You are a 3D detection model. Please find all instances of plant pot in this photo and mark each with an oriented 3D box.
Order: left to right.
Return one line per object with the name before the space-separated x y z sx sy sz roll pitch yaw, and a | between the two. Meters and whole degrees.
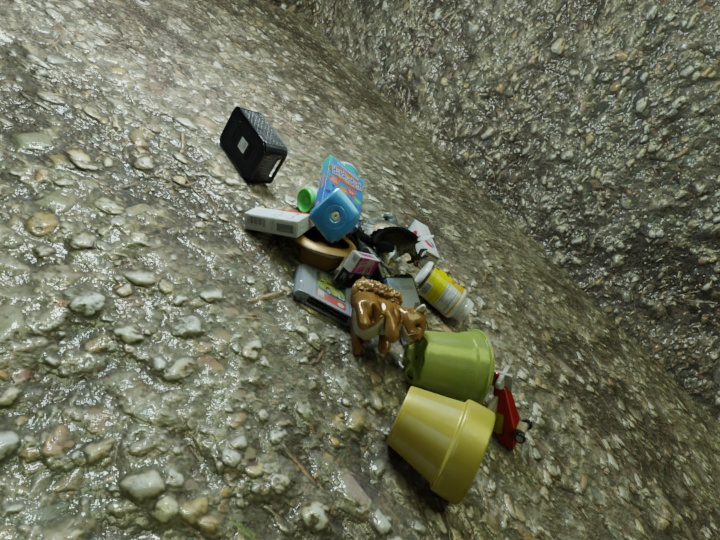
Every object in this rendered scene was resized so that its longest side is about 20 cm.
plant pot | 0.160 0.349 1.165 0.184 0.206 0.201 25 25 10
plant pot | 0.211 0.235 1.413 0.178 0.204 0.203 14 34 -21

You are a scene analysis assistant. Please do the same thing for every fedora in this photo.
fedora | -0.104 -0.051 1.503 0.194 0.084 0.202 18 21 -7

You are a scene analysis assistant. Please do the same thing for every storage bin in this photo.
storage bin | -0.324 -0.375 1.663 0.092 0.136 0.202 -1 47 -52

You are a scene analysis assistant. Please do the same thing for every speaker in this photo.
speaker | -0.108 -0.221 1.754 0.196 0.089 0.089 -7 51 -48

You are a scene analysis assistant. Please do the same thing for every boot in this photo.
boot | 0.086 0.019 1.673 0.151 0.073 0.207 -7 60 -52

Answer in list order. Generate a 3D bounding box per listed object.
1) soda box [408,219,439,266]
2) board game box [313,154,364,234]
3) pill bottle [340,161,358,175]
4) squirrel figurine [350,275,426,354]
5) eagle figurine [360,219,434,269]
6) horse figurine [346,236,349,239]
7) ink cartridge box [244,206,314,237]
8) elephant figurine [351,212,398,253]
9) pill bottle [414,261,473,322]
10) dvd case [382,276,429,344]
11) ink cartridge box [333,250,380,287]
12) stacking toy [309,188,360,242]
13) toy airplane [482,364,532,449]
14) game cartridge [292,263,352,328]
soda box | 0.229 -0.097 2.047 0.067 0.064 0.203 24 31 -26
board game box | -0.062 -0.235 1.706 0.150 0.044 0.205 33 46 -30
pill bottle | -0.057 -0.305 1.934 0.109 0.112 0.203 27 30 -21
squirrel figurine | 0.069 0.101 1.361 0.179 0.144 0.204 0 47 -10
eagle figurine | 0.110 -0.087 1.640 0.200 0.150 0.153 44 45 -16
horse figurine | -0.102 -0.125 1.666 0.196 0.051 0.133 33 17 -4
ink cartridge box | -0.200 -0.149 1.501 0.154 0.049 0.200 9 24 17
elephant figurine | 0.027 -0.118 1.773 0.194 0.154 0.147 5 74 -33
pill bottle | 0.268 0.073 1.790 0.198 0.110 0.110 39 27 -1
dvd case | 0.137 0.115 1.581 0.140 0.017 0.207 2 67 -51
ink cartridge box | 0.000 0.000 1.517 0.037 0.096 0.199 38 11 17
stacking toy | -0.068 -0.145 1.534 0.111 0.115 0.200 50 0 -4
toy airplane | 0.357 0.350 1.457 0.198 0.138 0.206 33 56 -42
game cartridge | -0.085 0.062 1.433 0.196 0.041 0.135 30 25 -21
